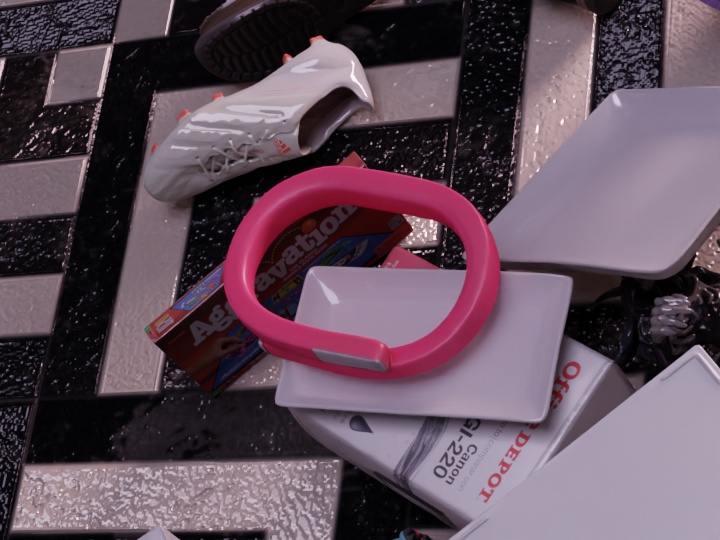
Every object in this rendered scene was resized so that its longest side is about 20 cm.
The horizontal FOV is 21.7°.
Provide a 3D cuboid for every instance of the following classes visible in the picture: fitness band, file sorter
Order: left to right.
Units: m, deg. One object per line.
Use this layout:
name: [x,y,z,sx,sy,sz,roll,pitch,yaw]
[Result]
fitness band: [0.000,0.000,1.285,0.199,0.037,0.144,12,66,29]
file sorter: [0.185,0.179,1.171,0.200,0.125,0.139,-38,55,2]

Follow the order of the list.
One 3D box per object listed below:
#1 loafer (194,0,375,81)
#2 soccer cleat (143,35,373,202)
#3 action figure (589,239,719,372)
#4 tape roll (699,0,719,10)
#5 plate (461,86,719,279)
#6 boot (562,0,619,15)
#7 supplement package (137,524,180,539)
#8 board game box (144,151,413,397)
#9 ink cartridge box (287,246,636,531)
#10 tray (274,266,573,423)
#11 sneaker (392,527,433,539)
loafer: [-0.049,-0.227,1.544,0.199,0.073,0.071,-30,44,1]
soccer cleat: [-0.082,-0.109,1.491,0.199,0.069,0.078,-33,58,2]
action figure: [0.237,0.026,1.245,0.199,0.102,0.119,23,62,32]
tape roll: [0.306,-0.268,1.312,0.199,0.200,0.066,-21,57,13]
plate: [0.196,-0.057,1.295,0.200,0.032,0.199,-45,28,-27]
boot: [0.160,-0.301,1.481,0.150,0.073,0.201,14,75,30]
supplement package: [-0.109,0.306,1.194,0.147,0.200,0.192,-33,54,5]
board game box: [-0.058,0.006,1.393,0.200,0.103,0.019,-40,54,1]
ink cartridge box: [0.071,0.094,1.297,0.199,0.085,0.146,29,78,32]
tray: [0.044,0.051,1.268,0.198,0.022,0.108,2,63,26]
sneaker: [0.046,0.273,1.229,0.095,0.079,0.201,-39,46,17]
